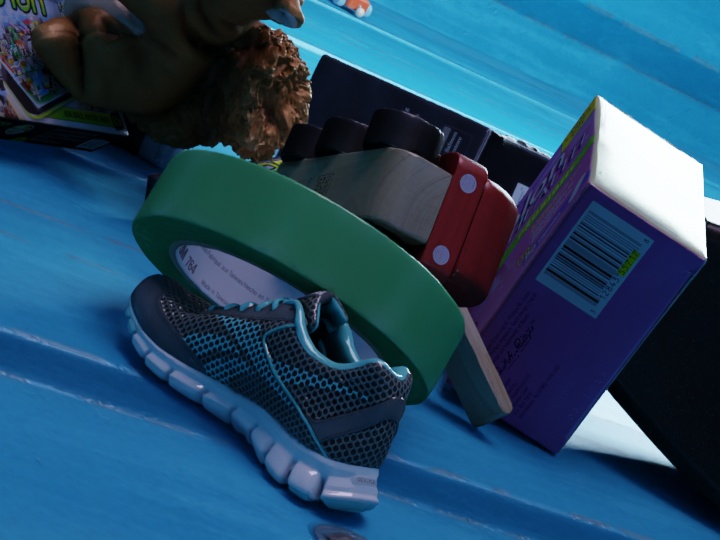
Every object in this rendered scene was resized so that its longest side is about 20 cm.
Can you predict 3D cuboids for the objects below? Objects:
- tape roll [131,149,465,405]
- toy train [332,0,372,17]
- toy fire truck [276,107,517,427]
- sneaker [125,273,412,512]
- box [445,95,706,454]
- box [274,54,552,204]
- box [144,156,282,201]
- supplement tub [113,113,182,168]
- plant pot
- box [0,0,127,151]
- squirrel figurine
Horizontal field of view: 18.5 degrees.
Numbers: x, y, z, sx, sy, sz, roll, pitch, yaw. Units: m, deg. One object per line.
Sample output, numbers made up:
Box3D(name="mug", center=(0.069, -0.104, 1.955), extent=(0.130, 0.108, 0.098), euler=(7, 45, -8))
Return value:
Box3D(name="tape roll", center=(-0.036, 0.006, 1.282), extent=(0.200, 0.048, 0.201), euler=(28, -17, 9))
Box3D(name="toy train", center=(-0.072, -0.470, 3.492), extent=(0.199, 0.056, 0.150), euler=(21, 13, -36))
Box3D(name="toy fire truck", center=(0.042, 0.003, 1.393), extent=(0.199, 0.129, 0.176), euler=(27, -14, -25))
Box3D(name="sneaker", center=(-0.045, 0.045, 1.194), extent=(0.200, 0.092, 0.077), euler=(36, 13, 33))
Box3D(name="box", center=(0.153, -0.002, 1.550), extent=(0.096, 0.176, 0.200), euler=(33, 22, -5))
Box3D(name="box", center=(0.068, -0.071, 1.825), extent=(0.200, 0.118, 0.196), euler=(28, 4, 40))
Box3D(name="box", center=(-0.042, -0.046, 1.556), extent=(0.199, 0.035, 0.110), euler=(-11, 28, -44))
Box3D(name="supplement tub", center=(-0.205, -0.174, 1.695), extent=(0.199, 0.123, 0.123), euler=(28, 11, -5))
Box3D(name="plant pot", center=(0.276, 0.054, 1.592), extent=(0.177, 0.200, 0.200), euler=(34, 11, -5))
Box3D(name="box", center=(-0.239, -0.146, 1.522), extent=(0.200, 0.035, 0.111), euler=(2, 71, -65))
Box3D(name="squirrel figurine", center=(-0.102, -0.172, 1.541), extent=(0.200, 0.186, 0.142), euler=(57, 28, -32))
